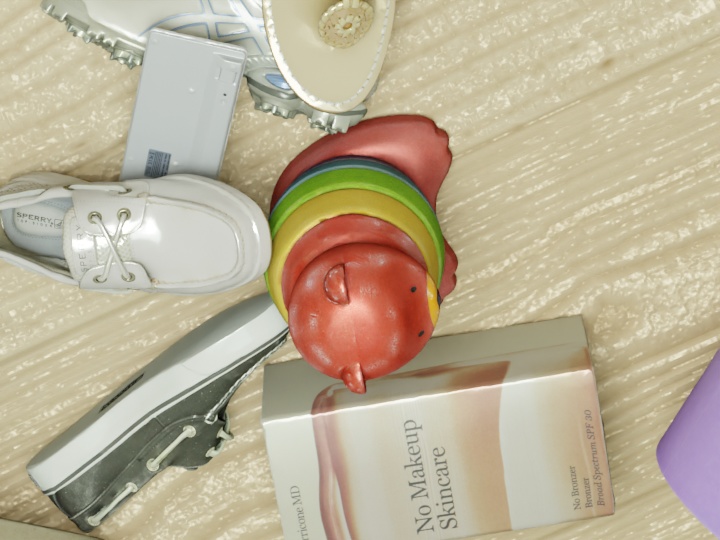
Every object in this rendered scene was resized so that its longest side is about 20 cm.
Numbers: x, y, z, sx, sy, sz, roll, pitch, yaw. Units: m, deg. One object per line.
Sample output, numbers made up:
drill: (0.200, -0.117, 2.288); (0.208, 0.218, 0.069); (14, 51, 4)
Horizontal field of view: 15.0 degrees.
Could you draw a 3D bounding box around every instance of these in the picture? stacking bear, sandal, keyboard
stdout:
stacking bear: (0.000, 0.000, 1.539); (0.113, 0.200, 0.122); (-3, 110, 1)
sandal: (-0.008, -0.194, 1.505); (0.077, 0.070, 0.212); (8, 91, -9)
keyboard: (-0.109, -0.061, 1.575); (0.056, 0.011, 0.200); (16, 135, 0)

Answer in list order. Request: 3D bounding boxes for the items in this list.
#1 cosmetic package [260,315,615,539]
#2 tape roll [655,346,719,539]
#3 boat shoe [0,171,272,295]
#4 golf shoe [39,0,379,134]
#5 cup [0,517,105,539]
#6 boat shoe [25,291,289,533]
cosmetic package: (0.046, 0.101, 1.635); (0.199, 0.087, 0.104); (-10, 110, 4)
tape roll: (0.277, 0.122, 1.582); (0.200, 0.200, 0.085); (28, 108, -9)
boat shoe: (-0.143, -0.016, 1.555); (0.200, 0.069, 0.071); (3, 105, 34)
golf shoe: (-0.081, -0.149, 1.566); (0.199, 0.078, 0.098); (16, 92, -11)
cup: (-0.216, 0.222, 1.641); (0.200, 0.200, 0.144); (13, 83, -4)
boat shoe: (-0.109, 0.085, 1.641); (0.200, 0.071, 0.064); (-36, 100, 20)
